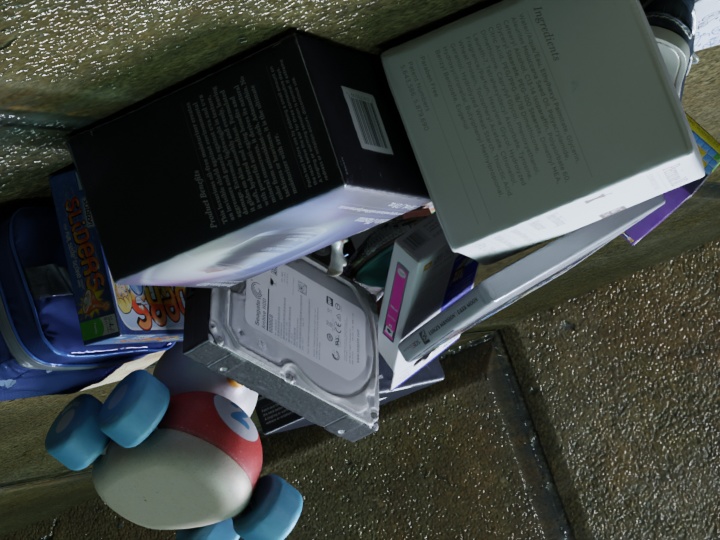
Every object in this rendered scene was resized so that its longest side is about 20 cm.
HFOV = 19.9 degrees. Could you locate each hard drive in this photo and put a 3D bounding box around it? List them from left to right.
[{"bbox_3d":[-0.062,0.044,1.720,0.038,0.141,0.199,-29,135,35],"label":"hard drive"}]

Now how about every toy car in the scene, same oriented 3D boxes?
[{"bbox_3d":[-0.133,0.116,1.764,0.176,0.184,0.201,-24,-147,49],"label":"toy car"}]

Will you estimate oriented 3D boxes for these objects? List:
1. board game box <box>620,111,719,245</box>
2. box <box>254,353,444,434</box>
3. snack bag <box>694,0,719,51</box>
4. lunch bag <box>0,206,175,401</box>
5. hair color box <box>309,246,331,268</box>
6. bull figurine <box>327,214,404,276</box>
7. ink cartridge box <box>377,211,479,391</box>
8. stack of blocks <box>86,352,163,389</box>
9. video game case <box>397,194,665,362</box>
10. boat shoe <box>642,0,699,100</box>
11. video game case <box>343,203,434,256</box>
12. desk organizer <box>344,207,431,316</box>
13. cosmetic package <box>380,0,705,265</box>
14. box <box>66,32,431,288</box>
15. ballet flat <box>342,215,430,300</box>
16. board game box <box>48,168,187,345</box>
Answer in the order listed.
[{"bbox_3d":[0.218,-0.114,1.796,0.057,0.165,0.200,-46,176,-13],"label":"board game box"},{"bbox_3d":[-0.036,0.050,2.134,0.123,0.198,0.199,-23,171,30],"label":"box"},{"bbox_3d":[0.354,-0.240,1.811,0.198,0.022,0.189,-18,171,-11],"label":"snack bag"},{"bbox_3d":[-0.251,0.021,1.679,0.132,0.137,0.199,-26,169,30],"label":"lunch bag"},{"bbox_3d":[-0.099,-0.018,1.864,0.108,0.065,0.200,20,160,-16],"label":"hair color box"},{"bbox_3d":[-0.009,-0.075,1.739,0.199,0.122,0.065,-25,-150,-14],"label":"bull figurine"},{"bbox_3d":[0.061,0.019,1.801,0.094,0.037,0.201,-36,154,-29],"label":"ink cartridge box"},{"bbox_3d":[-0.213,0.026,1.863,0.058,0.116,0.200,-14,170,-33],"label":"stack of blocks"},{"bbox_3d":[0.144,0.003,1.751,0.199,0.023,0.182,-29,174,-29],"label":"video game case"},{"bbox_3d":[0.251,-0.181,1.766,0.074,0.062,0.200,21,162,10],"label":"boat shoe"},{"bbox_3d":[0.046,-0.062,1.928,0.181,0.022,0.200,-24,172,-16],"label":"video game case"},{"bbox_3d":[-0.008,0.021,1.934,0.199,0.078,0.072,-30,170,26],"label":"desk organizer"},{"bbox_3d":[0.146,-0.120,1.599,0.198,0.166,0.165,-22,172,11],"label":"cosmetic package"},{"bbox_3d":[-0.077,-0.074,1.537,0.197,0.124,0.200,-21,171,20],"label":"box"},{"bbox_3d":[0.000,0.000,1.845,0.200,0.072,0.072,-46,159,28],"label":"ballet flat"},{"bbox_3d":[-0.174,-0.010,1.657,0.034,0.137,0.200,-15,174,21],"label":"board game box"}]
